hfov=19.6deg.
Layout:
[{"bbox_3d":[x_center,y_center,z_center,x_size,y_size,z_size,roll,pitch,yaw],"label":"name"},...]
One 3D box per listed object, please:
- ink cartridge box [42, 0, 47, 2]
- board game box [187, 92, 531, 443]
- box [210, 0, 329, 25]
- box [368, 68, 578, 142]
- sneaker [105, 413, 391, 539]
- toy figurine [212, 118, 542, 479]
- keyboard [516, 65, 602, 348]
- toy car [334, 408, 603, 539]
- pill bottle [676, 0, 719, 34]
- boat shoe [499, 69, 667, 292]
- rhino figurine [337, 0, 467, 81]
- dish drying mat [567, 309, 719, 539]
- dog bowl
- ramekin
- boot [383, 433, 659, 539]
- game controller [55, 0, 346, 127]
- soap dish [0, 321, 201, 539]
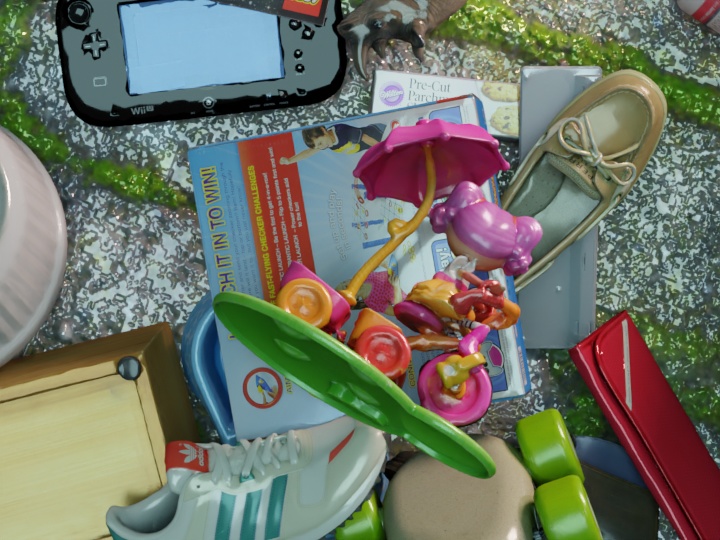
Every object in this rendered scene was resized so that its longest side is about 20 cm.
[{"bbox_3d":[-0.190,-0.304,1.428,0.200,0.088,0.145,-40,91,0],"label":"ink cartridge box"},{"bbox_3d":[0.000,0.000,1.377,0.195,0.056,0.201,-9,90,10],"label":"board game box"},{"bbox_3d":[-0.106,-0.251,1.379,0.199,0.038,0.137,10,101,-16],"label":"box"},{"bbox_3d":[0.106,-0.110,1.455,0.199,0.039,0.042,7,90,-1],"label":"box"},{"bbox_3d":[-0.075,0.138,1.333,0.199,0.070,0.093,-34,115,17],"label":"sneaker"},{"bbox_3d":[0.041,-0.001,1.274,0.199,0.150,0.185,31,76,8],"label":"toy figurine"},{"bbox_3d":[0.137,-0.042,1.445,0.056,0.011,0.201,1,104,6],"label":"keyboard"},{"bbox_3d":[0.090,0.221,1.351,0.164,0.158,0.201,-21,116,6],"label":"toy car"},{"bbox_3d":[0.328,-0.177,1.420,0.199,0.120,0.120,33,89,-1],"label":"pill bottle"},{"bbox_3d":[0.131,-0.049,1.405,0.073,0.063,0.201,44,105,-6],"label":"boat shoe"},{"bbox_3d":[0.043,-0.221,1.435,0.087,0.060,0.201,23,79,-1],"label":"rhino figurine"},{"bbox_3d":[0.216,0.126,1.442,0.018,0.077,0.201,-32,89,39],"label":"dish drying mat"},{"bbox_3d":[-0.052,0.098,1.445,0.111,0.050,0.201,-24,90,-1],"label":"dog bowl"},{"bbox_3d":[-0.301,-0.026,1.395,0.201,0.094,0.204,-1,74,3],"label":"ramekin"},{"bbox_3d":[0.119,0.147,1.446,0.199,0.075,0.097,26,75,-5],"label":"boot"},{"bbox_3d":[-0.110,-0.160,1.450,0.199,0.042,0.105,-7,90,-1],"label":"game controller"},{"bbox_3d":[-0.209,0.135,1.426,0.199,0.081,0.158,-14,90,0],"label":"soap dish"}]
